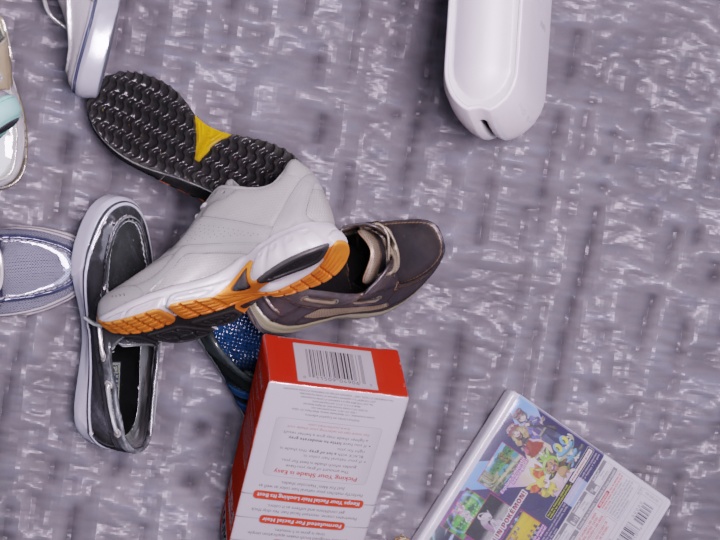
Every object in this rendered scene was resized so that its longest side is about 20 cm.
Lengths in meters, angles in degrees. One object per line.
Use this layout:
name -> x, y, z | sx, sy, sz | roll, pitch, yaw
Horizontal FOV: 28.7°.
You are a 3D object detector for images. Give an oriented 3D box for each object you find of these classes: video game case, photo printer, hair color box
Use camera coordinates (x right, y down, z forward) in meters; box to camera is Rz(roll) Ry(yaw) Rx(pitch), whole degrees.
video game case -> 0.147, 0.235, 1.219 | 0.182, 0.023, 0.201 | 35, 85, -12
photo printer -> 0.113, -0.206, 1.126 | 0.069, 0.166, 0.202 | 4, 90, 15
hair color box -> -0.041, 0.151, 1.104 | 0.110, 0.064, 0.201 | 8, 122, -13

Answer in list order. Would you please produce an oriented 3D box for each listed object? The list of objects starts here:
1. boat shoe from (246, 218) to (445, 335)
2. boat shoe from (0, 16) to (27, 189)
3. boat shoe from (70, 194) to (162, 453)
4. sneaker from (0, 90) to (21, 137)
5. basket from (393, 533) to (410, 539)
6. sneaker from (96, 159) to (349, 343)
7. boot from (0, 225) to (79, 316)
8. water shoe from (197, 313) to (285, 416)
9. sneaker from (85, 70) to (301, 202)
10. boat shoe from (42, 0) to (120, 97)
boat shoe -> 0.000, 0.000, 1.120 | 0.199, 0.073, 0.075 | -22, 84, -38
boat shoe -> -0.304, -0.160, 1.079 | 0.074, 0.068, 0.202 | -15, 96, -13
boat shoe -> -0.184, 0.043, 1.101 | 0.073, 0.068, 0.201 | 6, 91, -45
sneaker -> -0.351, -0.140, 1.026 | 0.198, 0.078, 0.141 | -14, 101, 19
basket -> 0.052, 0.345, 1.127 | 0.149, 0.143, 0.200 | -43, 102, 2
sneaker -> -0.107, -0.014, 1.039 | 0.198, 0.076, 0.093 | -21, 66, 11
boot -> -0.303, 0.005, 1.074 | 0.198, 0.090, 0.074 | -6, 93, -12
water shoe -> -0.071, 0.094, 1.135 | 0.071, 0.079, 0.200 | -41, 100, -8
sneaker -> -0.131, -0.084, 1.123 | 0.199, 0.090, 0.070 | 27, 72, 13
boat shoe -> -0.227, -0.238, 1.092 | 0.085, 0.075, 0.204 | 8, 86, -11
